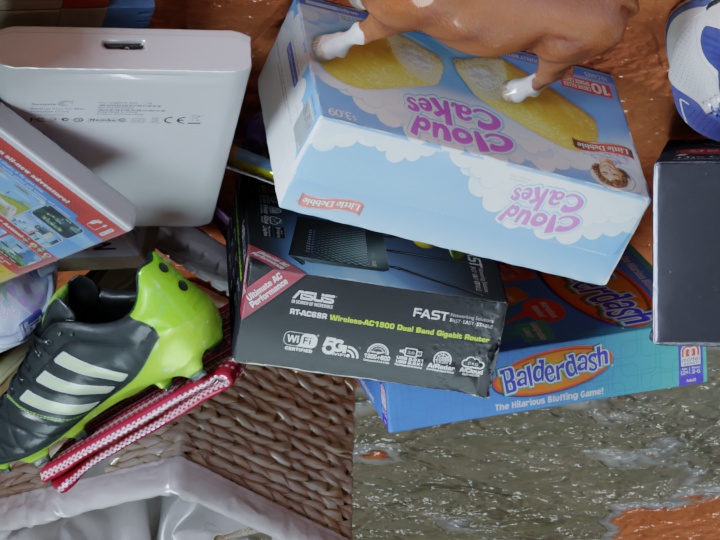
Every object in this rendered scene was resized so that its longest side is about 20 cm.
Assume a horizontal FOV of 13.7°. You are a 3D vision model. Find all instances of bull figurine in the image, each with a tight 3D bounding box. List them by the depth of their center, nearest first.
[{"bbox_3d":[0.045,-0.146,1.566,0.199,0.065,0.121,16,157,-21],"label":"bull figurine"}]

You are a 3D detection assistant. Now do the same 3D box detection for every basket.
[{"bbox_3d":[-0.132,0.127,2.091,0.198,0.161,0.200,-15,151,37],"label":"basket"}]

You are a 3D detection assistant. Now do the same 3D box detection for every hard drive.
[{"bbox_3d":[-0.135,-0.075,1.612,0.131,0.026,0.200,1,158,-9],"label":"hard drive"}]

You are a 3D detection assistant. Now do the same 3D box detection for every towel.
[{"bbox_3d":[-0.103,0.061,1.793,0.144,0.200,0.023,-31,99,23],"label":"towel"}]

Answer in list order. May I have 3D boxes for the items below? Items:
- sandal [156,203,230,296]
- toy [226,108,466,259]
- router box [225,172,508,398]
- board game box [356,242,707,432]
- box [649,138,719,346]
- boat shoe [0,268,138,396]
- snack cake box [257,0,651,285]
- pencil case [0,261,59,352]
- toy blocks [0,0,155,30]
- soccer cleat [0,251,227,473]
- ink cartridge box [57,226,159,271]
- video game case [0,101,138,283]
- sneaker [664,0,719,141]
[{"bbox_3d":[-0.072,-0.010,1.908,0.202,0.050,0.082,32,167,-21],"label":"sandal"},{"bbox_3d":[-0.019,-0.063,1.721,0.200,0.047,0.115,25,-173,24],"label":"toy"},{"bbox_3d":[0.000,0.000,1.755,0.149,0.062,0.200,9,-159,-8],"label":"router box"},{"bbox_3d":[0.094,0.038,1.832,0.199,0.045,0.152,-8,-159,-12],"label":"board game box"},{"bbox_3d":[0.266,-0.019,1.683,0.199,0.105,0.182,0,-174,8],"label":"box"},{"bbox_3d":[-0.184,0.056,1.851,0.073,0.201,0.063,-30,99,46],"label":"boat shoe"},{"bbox_3d":[0.050,-0.072,1.648,0.199,0.115,0.067,13,126,-20],"label":"snack cake box"},{"bbox_3d":[-0.259,0.030,1.803,0.083,0.091,0.200,52,142,-6],"label":"pencil case"},{"bbox_3d":[-0.170,-0.148,1.576,0.136,0.100,0.200,-2,158,-15],"label":"toy blocks"},{"bbox_3d":[-0.165,0.051,1.717,0.200,0.068,0.081,-29,108,31],"label":"soccer cleat"},{"bbox_3d":[-0.225,-0.068,1.769,0.164,0.075,0.200,-2,155,16],"label":"ink cartridge box"},{"bbox_3d":[-0.238,-0.037,1.617,0.200,0.017,0.143,-20,135,39],"label":"video game case"},{"bbox_3d":[0.210,-0.098,1.584,0.080,0.116,0.200,7,156,-6],"label":"sneaker"}]
